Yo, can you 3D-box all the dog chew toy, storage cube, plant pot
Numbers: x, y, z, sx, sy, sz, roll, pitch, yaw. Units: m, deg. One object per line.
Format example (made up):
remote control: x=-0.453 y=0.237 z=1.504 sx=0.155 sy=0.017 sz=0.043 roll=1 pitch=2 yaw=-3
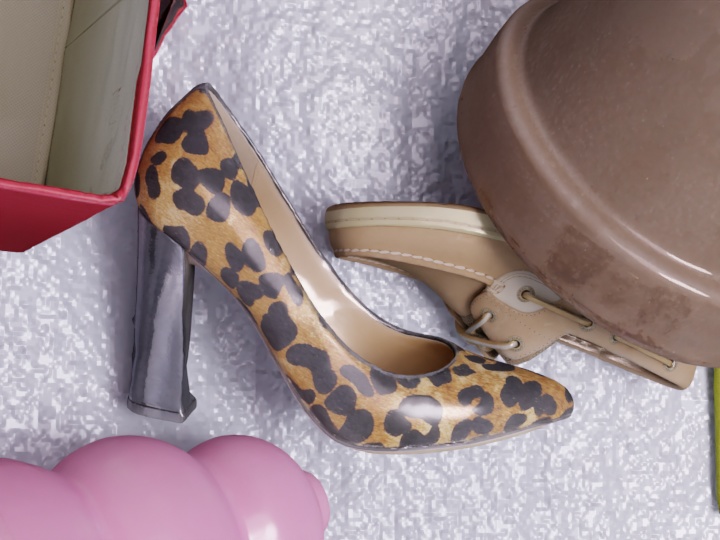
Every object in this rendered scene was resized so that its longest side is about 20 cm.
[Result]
dog chew toy: x=-0.101 y=0.122 z=0.650 sx=0.198 sy=0.124 sz=0.126 roll=-17 pitch=91 yaw=-30
storage cube: x=-0.175 y=-0.110 z=0.605 sx=0.198 sy=0.179 sz=0.173 roll=11 pitch=81 yaw=-22
plant pot: x=0.164 y=-0.088 z=0.703 sx=0.198 sy=0.175 sz=0.202 roll=16 pitch=46 yaw=-17

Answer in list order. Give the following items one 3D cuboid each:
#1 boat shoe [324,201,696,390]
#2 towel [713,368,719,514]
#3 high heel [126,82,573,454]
boat shoe: x=0.075 y=0.012 z=0.754 sx=0.198 sy=0.071 sz=0.065 roll=13 pitch=88 yaw=-16
towel: x=0.217 y=0.023 z=0.843 sx=0.085 sy=0.018 sz=0.203 roll=0 pitch=86 yaw=-17
high heel: x=0.000 y=0.000 z=0.691 sx=0.197 sy=0.071 sz=0.144 roll=6 pitch=102 yaw=-2
